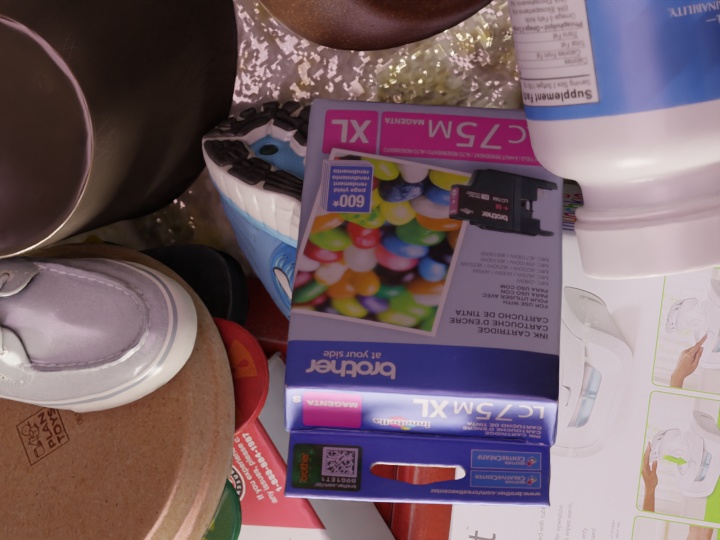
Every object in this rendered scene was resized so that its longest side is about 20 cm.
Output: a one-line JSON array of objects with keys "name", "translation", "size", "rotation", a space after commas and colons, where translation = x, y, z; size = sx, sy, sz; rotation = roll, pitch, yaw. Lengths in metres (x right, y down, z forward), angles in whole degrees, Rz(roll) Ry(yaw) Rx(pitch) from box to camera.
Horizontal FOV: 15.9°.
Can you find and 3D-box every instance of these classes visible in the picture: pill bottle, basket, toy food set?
[{"name": "pill bottle", "translation": [0.122, -0.102, 1.116], "size": [0.112, 0.112, 0.201], "rotation": [-8, 98, 15]}, {"name": "basket", "translation": [-0.147, -0.087, 1.200], "size": [0.135, 0.200, 0.181], "rotation": [6, 106, 10]}, {"name": "toy food set", "translation": [-0.136, 0.082, 1.214], "size": [0.198, 0.049, 0.200], "rotation": [-47, 58, 8]}]

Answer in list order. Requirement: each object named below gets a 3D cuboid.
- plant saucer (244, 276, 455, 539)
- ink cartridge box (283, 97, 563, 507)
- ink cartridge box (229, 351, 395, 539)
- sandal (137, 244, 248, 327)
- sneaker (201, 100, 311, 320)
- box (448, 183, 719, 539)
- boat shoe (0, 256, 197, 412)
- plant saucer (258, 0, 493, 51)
[{"name": "plant saucer", "translation": [-0.048, 0.106, 1.321], "size": [0.199, 0.037, 0.201], "rotation": [9, 107, 11]}, {"name": "ink cartridge box", "translation": [0.029, 0.011, 1.131], "size": [0.119, 0.201, 0.042], "rotation": [3, 143, 2]}, {"name": "ink cartridge box", "translation": [-0.094, 0.155, 1.281], "size": [0.200, 0.084, 0.145], "rotation": [-29, 97, 18]}, {"name": "sandal", "translation": [-0.149, 0.021, 1.288], "size": [0.200, 0.048, 0.076], "rotation": [-13, 73, 31]}, {"name": "sneaker", "translation": [0.000, 0.000, 1.227], "size": [0.078, 0.200, 0.090], "rotation": [-26, 136, -20]}, {"name": "box", "translation": [0.138, 0.072, 1.237], "size": [0.176, 0.097, 0.201], "rotation": [8, 107, 11]}, {"name": "boat shoe", "translation": [-0.174, 0.025, 1.178], "size": [0.200, 0.071, 0.070], "rotation": [0, 81, 27]}, {"name": "plant saucer", "translation": [0.032, -0.185, 1.146], "size": [0.037, 0.200, 0.201], "rotation": [38, 117, 45]}]
